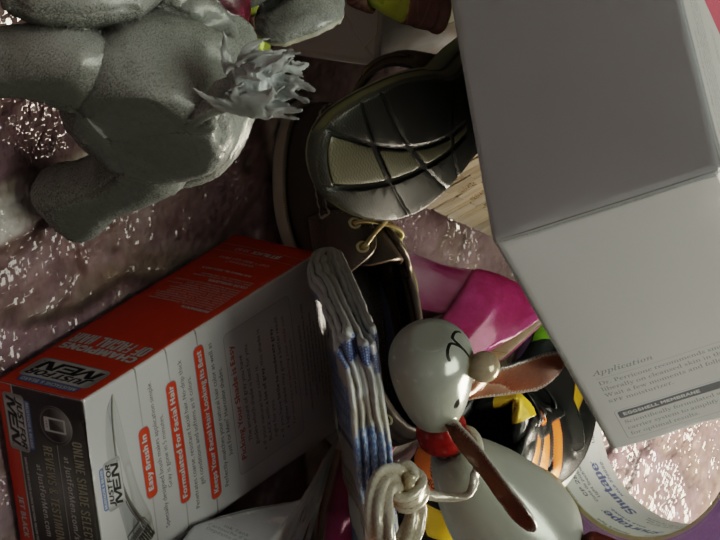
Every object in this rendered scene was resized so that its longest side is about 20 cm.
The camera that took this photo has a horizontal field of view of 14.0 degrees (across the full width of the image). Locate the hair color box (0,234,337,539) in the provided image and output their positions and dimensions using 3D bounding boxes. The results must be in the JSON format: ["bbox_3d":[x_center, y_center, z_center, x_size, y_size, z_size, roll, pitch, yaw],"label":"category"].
[{"bbox_3d":[-0.098,0.071,1.545,0.200,0.064,0.111,-33,126,-48],"label":"hair color box"}]

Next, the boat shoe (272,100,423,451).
[{"bbox_3d":[0.000,0.000,1.632,0.072,0.059,0.200,-7,87,-45],"label":"boat shoe"}]

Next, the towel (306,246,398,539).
[{"bbox_3d":[-0.002,0.099,1.541,0.147,0.024,0.200,-112,-165,-69],"label":"towel"}]

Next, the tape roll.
[{"bbox_3d":[0.190,0.097,1.835,0.066,0.200,0.200,-5,102,-55],"label":"tape roll"}]

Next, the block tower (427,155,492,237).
[{"bbox_3d":[0.066,-0.064,1.709,0.200,0.058,0.054,19,47,-62],"label":"block tower"}]

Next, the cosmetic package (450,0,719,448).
[{"bbox_3d":[0.139,-0.053,1.507,0.200,0.123,0.200,59,18,-49],"label":"cosmetic package"}]

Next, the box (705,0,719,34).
[{"bbox_3d":[0.145,-0.192,1.622,0.200,0.128,0.109,52,53,-45],"label":"box"}]

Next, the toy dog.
[{"bbox_3d":[0.082,0.108,1.500,0.200,0.096,0.132,48,45,-60],"label":"toy dog"}]

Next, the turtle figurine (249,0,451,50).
[{"bbox_3d":[-0.029,-0.180,1.515,0.161,0.064,0.200,4,89,-17],"label":"turtle figurine"}]

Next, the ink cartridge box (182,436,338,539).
[{"bbox_3d":[-0.080,0.191,1.582,0.200,0.047,0.160,-55,164,-56],"label":"ink cartridge box"}]

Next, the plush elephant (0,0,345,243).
[{"bbox_3d":[-0.095,-0.128,1.421,0.165,0.200,0.155,48,45,-40],"label":"plush elephant"}]

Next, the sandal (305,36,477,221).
[{"bbox_3d":[0.030,-0.086,1.567,0.201,0.057,0.080,-34,131,-49],"label":"sandal"}]

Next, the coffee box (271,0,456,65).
[{"bbox_3d":[0.042,-0.177,1.662,0.200,0.080,0.115,-6,103,-53],"label":"coffee box"}]

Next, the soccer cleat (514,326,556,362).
[{"bbox_3d":[0.086,0.110,1.815,0.200,0.081,0.068,-59,165,6],"label":"soccer cleat"}]

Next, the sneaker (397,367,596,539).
[{"bbox_3d":[0.087,0.093,1.662,0.200,0.070,0.090,-40,161,-46],"label":"sneaker"}]

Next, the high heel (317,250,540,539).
[{"bbox_3d":[0.040,0.089,1.707,0.067,0.096,0.200,110,-1,-66],"label":"high heel"}]
